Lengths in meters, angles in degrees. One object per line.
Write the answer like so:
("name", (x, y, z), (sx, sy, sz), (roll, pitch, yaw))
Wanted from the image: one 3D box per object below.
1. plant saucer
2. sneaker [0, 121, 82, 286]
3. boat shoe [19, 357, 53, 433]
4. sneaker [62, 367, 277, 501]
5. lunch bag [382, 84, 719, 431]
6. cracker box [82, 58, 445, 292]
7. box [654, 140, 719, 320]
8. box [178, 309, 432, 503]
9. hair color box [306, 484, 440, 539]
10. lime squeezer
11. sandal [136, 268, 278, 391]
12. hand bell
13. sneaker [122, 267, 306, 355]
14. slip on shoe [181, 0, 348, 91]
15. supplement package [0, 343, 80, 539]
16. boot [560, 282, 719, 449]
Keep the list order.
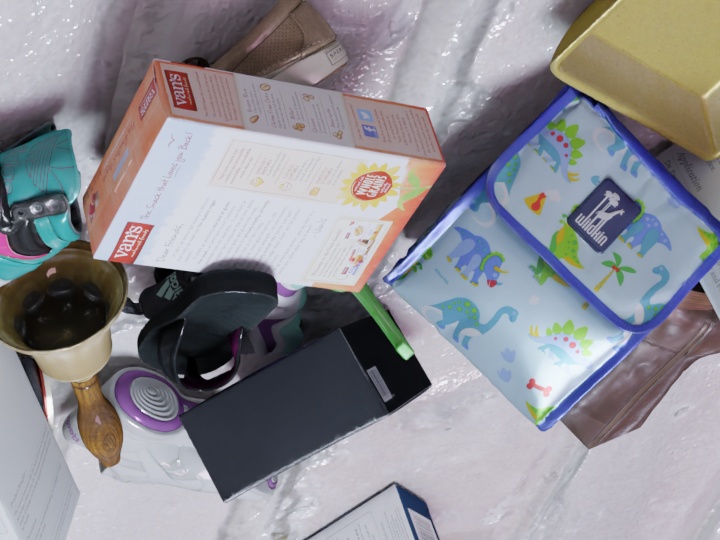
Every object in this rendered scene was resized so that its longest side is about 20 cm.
("plant saucer", (0.255, -0.186, 1.342), (0.200, 0.048, 0.200), (22, 125, -41))
("sneaker", (-0.246, -0.061, 1.243), (0.121, 0.084, 0.200), (-25, 149, 14))
("boat shoe", (-0.281, 0.137, 1.477), (0.063, 0.071, 0.200), (3, 140, -21))
("sneaker", (-0.152, 0.140, 1.544), (0.100, 0.075, 0.200), (-31, 136, 31))
("lunch bag", (0.146, -0.012, 1.390), (0.170, 0.127, 0.200), (44, 108, -2))
("cracker box", (-0.064, -0.058, 1.238), (0.200, 0.058, 0.134), (7, 137, -29))
("box", (0.343, -0.005, 1.470), (0.131, 0.199, 0.200), (-34, 140, 17))
("box", (-0.038, 0.099, 1.449), (0.141, 0.079, 0.200), (-31, 177, 10))
("hair color box", (-0.017, 0.294, 1.745), (0.200, 0.100, 0.061), (-34, 141, 17))
("lime squeezer", (0.000, 0.000, 1.376), (0.071, 0.200, 0.038), (31, 101, -16))
("sandal", (-0.110, 0.051, 1.325), (0.075, 0.048, 0.200), (3, 160, -16))
("hand bell", (-0.202, 0.082, 1.395), (0.104, 0.104, 0.200), (-15, 138, -6))
("sneaker", (-0.108, 0.003, 1.384), (0.140, 0.078, 0.200), (-9, 140, -14))
("slip on shoe", (-0.103, -0.114, 1.269), (0.200, 0.076, 0.061), (-29, 100, 26))
("supplement package", (-0.297, 0.132, 1.361), (0.117, 0.117, 0.200), (-9, 123, 13))
("boot", (0.281, 0.087, 1.659), (0.186, 0.064, 0.200), (18, 126, -21))
